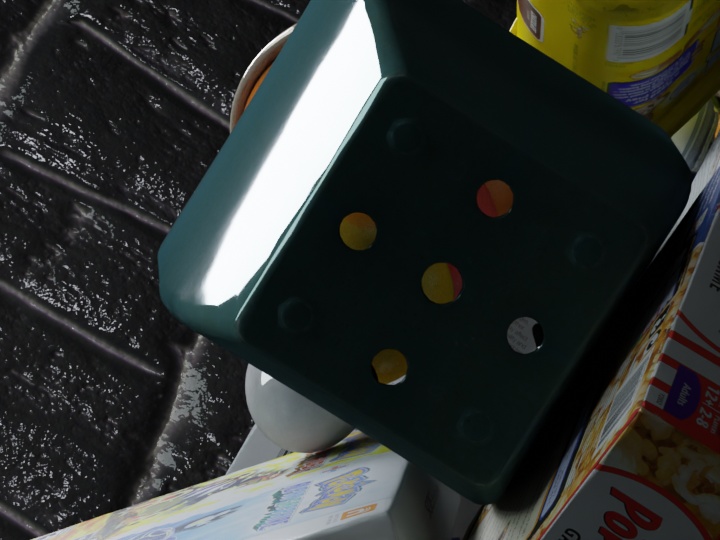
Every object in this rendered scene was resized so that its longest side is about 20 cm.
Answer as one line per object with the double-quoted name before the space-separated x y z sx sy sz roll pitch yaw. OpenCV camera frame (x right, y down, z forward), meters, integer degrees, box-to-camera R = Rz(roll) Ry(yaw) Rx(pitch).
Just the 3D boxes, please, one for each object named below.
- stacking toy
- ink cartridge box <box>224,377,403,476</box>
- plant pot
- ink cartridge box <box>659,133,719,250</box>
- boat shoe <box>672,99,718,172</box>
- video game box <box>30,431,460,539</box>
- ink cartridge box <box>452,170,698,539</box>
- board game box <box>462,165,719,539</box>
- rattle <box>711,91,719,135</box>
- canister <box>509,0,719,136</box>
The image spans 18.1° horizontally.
"stacking toy" 0.000 0.000 0.914 0.201 0.145 0.146 -74 12 -49
"ink cartridge box" 0.054 0.057 1.122 0.200 0.084 0.176 7 -63 -58
"plant pot" 0.022 -0.012 0.729 0.142 0.141 0.200 -58 6 6
"ink cartridge box" 0.137 0.002 0.859 0.201 0.057 0.163 -61 -2 17
"boat shoe" 0.167 -0.041 1.158 0.201 0.071 0.070 95 -163 -73
"video game box" -0.059 0.111 0.805 0.181 0.047 0.200 -16 4 6
"ink cartridge box" 0.094 0.046 1.021 0.201 0.043 0.196 -59 -24 15
"board game box" 0.072 0.074 0.691 0.200 0.046 0.152 -59 -1 39
"rattle" 0.249 -0.133 1.207 0.200 0.143 0.130 -43 26 -21
"canister" 0.127 -0.133 0.928 0.149 0.087 0.200 -46 -11 -6
